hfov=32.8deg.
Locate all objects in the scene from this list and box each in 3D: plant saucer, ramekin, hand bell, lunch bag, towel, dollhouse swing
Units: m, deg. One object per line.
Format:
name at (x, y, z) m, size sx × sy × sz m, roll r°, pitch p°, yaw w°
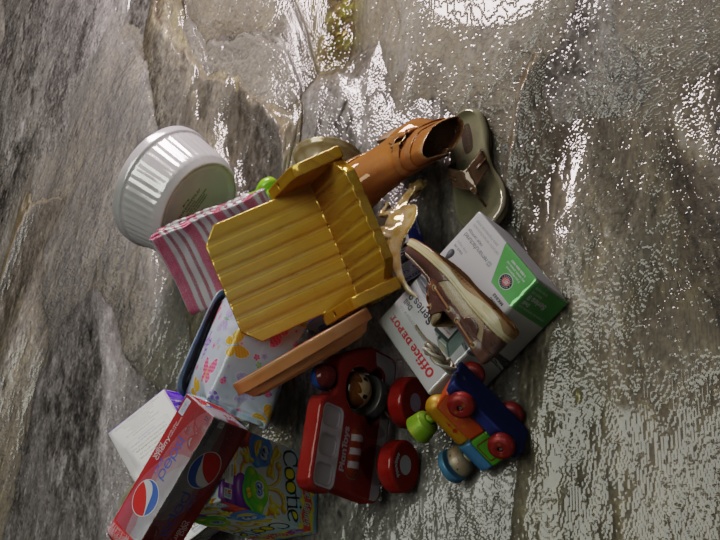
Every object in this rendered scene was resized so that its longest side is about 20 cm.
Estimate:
plant saucer at (-0.071, 0.109, 1.572) m, size 0.199 × 0.200 × 0.033 m, roll -30°, pitch 89°, yaw 26°
ramekin at (-0.280, -0.114, 1.907) m, size 0.094 × 0.202 × 0.204 m, roll 31°, pitch 91°, yaw 30°
hand bell at (-0.056, -0.079, 1.748) m, size 0.103 × 0.104 × 0.202 m, roll -15°, pitch 56°, yaw 33°
lunch bag at (-0.178, 0.123, 1.744) m, size 0.171 × 0.126 × 0.200 m, roll -67°, pitch 19°, yaw -8°
towel at (-0.197, -0.024, 1.811) m, size 0.198 × 0.147 × 0.030 m, roll -20°, pitch 23°, yaw 17°
dollhouse swing at (-0.085, -0.023, 1.595) m, size 0.202 × 0.174 × 0.182 m, roll 67°, pitch 157°, yaw 4°

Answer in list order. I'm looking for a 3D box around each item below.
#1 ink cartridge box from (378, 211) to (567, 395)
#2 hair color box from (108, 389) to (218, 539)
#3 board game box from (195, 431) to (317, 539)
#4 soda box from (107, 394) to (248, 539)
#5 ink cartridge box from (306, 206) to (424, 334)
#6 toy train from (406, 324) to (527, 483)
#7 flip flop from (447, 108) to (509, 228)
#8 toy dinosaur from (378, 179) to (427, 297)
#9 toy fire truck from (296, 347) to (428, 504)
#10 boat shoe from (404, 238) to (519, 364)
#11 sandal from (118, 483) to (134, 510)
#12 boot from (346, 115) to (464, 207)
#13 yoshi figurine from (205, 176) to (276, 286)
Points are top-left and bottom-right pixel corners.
ink cartridge box at (0.139, 0.053, 1.553) m, size 0.200 × 0.084 × 0.146 m, roll -48°, pitch 48°, yaw 12°
hair color box at (-0.257, 0.282, 1.726) m, size 0.109 × 0.065 × 0.201 m, roll -37°, pitch 69°, yaw 9°
board game box at (-0.154, 0.282, 1.607) m, size 0.104 × 0.199 × 0.104 m, roll -17°, pitch 60°, yaw 31°
soda box at (-0.223, 0.257, 1.491) m, size 0.063 × 0.070 × 0.201 m, roll 31°, pitch 90°, yaw 41°
ink cartridge box at (0.000, 0.000, 1.719) m, size 0.199 × 0.044 × 0.095 m, roll -32°, pitch 51°, yaw 24°
toy train at (0.098, 0.163, 1.478) m, size 0.116 × 0.200 × 0.085 m, roll -40°, pitch 10°, yaw 29°
flip flop at (0.148, -0.138, 1.651) m, size 0.080 × 0.057 × 0.202 m, roll -23°, pitch 57°, yaw 29°
toy dinosaur at (0.042, -0.043, 1.617) m, size 0.101 × 0.058 × 0.202 m, roll -32°, pitch 37°, yaw 42°
toy fire truck at (-0.008, 0.192, 1.552) m, size 0.111 × 0.167 × 0.202 m, roll -5°, pitch 67°, yaw 37°
boat shoe at (0.107, 0.037, 1.483) m, size 0.072 × 0.072 × 0.200 m, roll -50°, pitch 55°, yaw 8°
sandal at (-0.279, 0.325, 1.786) m, size 0.199 × 0.057 × 0.081 m, roll -17°, pitch 65°, yaw 30°
boot at (0.045, -0.140, 1.671) m, size 0.201 × 0.074 × 0.154 m, roll -54°, pitch 23°, yaw -23°
yoshi figurine at (-0.161, -0.057, 1.864) m, size 0.200 × 0.112 × 0.112 m, roll -49°, pitch 6°, yaw 29°
